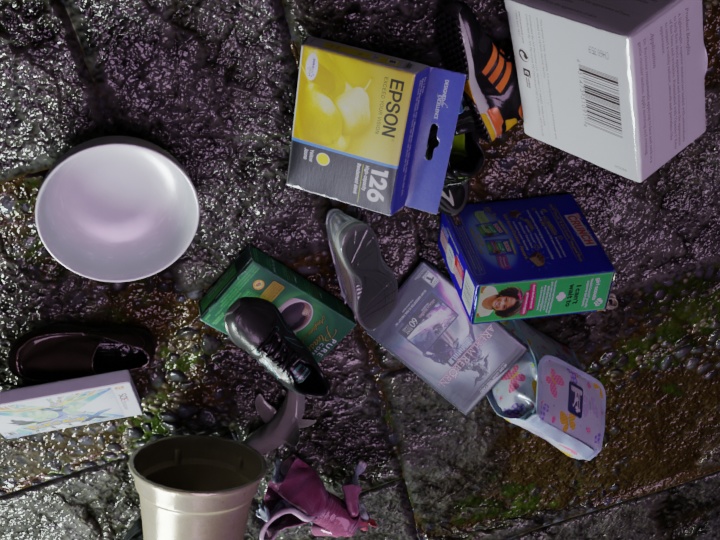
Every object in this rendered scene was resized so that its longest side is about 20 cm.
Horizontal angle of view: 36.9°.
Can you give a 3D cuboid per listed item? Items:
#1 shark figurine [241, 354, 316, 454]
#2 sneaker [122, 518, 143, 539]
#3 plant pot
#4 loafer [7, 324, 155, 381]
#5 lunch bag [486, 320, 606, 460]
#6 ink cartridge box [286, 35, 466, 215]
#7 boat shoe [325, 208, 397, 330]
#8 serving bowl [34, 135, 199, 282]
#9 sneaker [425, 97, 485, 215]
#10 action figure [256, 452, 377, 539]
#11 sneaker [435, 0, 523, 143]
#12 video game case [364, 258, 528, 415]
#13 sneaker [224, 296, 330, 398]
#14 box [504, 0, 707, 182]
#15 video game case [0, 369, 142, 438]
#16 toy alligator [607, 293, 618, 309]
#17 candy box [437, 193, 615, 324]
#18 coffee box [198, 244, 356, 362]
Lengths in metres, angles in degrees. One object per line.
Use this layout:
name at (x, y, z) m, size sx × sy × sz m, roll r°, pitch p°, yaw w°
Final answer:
shark figurine at (-0.109, 0.213, 1.606) m, size 0.126 × 0.090 × 0.217 m, roll 0°, pitch 128°, yaw -18°
sneaker at (-0.357, 0.474, 1.714) m, size 0.059 × 0.105 × 0.201 m, roll 18°, pitch 119°, yaw -28°
plant pot at (-0.240, 0.364, 1.571) m, size 0.197 × 0.200 × 0.186 m, roll 1°, pitch 104°, yaw -17°
loafer at (-0.371, 0.110, 1.449) m, size 0.197 × 0.071 × 0.074 m, roll -7°, pitch 100°, yaw -19°
lunch bag at (0.276, 0.180, 1.620) m, size 0.169 × 0.201 × 0.127 m, roll 30°, pitch 114°, yaw -32°
ink cartridge box at (0.014, -0.169, 1.328) m, size 0.197 × 0.047 × 0.200 m, roll 17°, pitch 124°, yaw 10°
boat shoe at (-0.001, 0.000, 1.500) m, size 0.074 × 0.065 × 0.203 m, roll -35°, pitch 136°, yaw -13°
serving bowl at (-0.301, -0.085, 1.338) m, size 0.197 × 0.066 × 0.202 m, roll -8°, pitch 127°, yaw -10°
sneaker at (0.118, -0.137, 1.399) m, size 0.070 × 0.083 × 0.201 m, roll -19°, pitch 144°, yaw -13°
action figure at (-0.055, 0.375, 1.711) m, size 0.198 × 0.149 × 0.135 m, roll 26°, pitch 110°, yaw -16°
sneaker at (0.159, -0.261, 1.350) m, size 0.089 × 0.070 × 0.201 m, roll -32°, pitch 130°, yaw -11°
video game case at (0.124, 0.098, 1.570) m, size 0.199 × 0.019 × 0.143 m, roll 39°, pitch 111°, yaw -3°
sneaker at (-0.106, 0.107, 1.464) m, size 0.076 × 0.079 × 0.200 m, roll -50°, pitch 129°, yaw -8°
box at (0.294, -0.247, 1.287) m, size 0.130 × 0.199 × 0.201 m, roll -35°, pitch 132°, yaw -22°
video game case at (-0.406, 0.186, 1.478) m, size 0.197 × 0.022 × 0.183 m, roll -9°, pitch 160°, yaw -9°
toy alligator at (0.295, 0.029, 1.611) m, size 0.198 × 0.060 × 0.054 m, roll 18°, pitch 162°, yaw -28°
candy box at (0.223, -0.018, 1.476) m, size 0.197 × 0.170 × 0.078 m, roll -6°, pitch 132°, yaw -11°
coffee box at (-0.116, 0.061, 1.515) m, size 0.199 × 0.044 × 0.123 m, roll 31°, pitch 112°, yaw -32°
